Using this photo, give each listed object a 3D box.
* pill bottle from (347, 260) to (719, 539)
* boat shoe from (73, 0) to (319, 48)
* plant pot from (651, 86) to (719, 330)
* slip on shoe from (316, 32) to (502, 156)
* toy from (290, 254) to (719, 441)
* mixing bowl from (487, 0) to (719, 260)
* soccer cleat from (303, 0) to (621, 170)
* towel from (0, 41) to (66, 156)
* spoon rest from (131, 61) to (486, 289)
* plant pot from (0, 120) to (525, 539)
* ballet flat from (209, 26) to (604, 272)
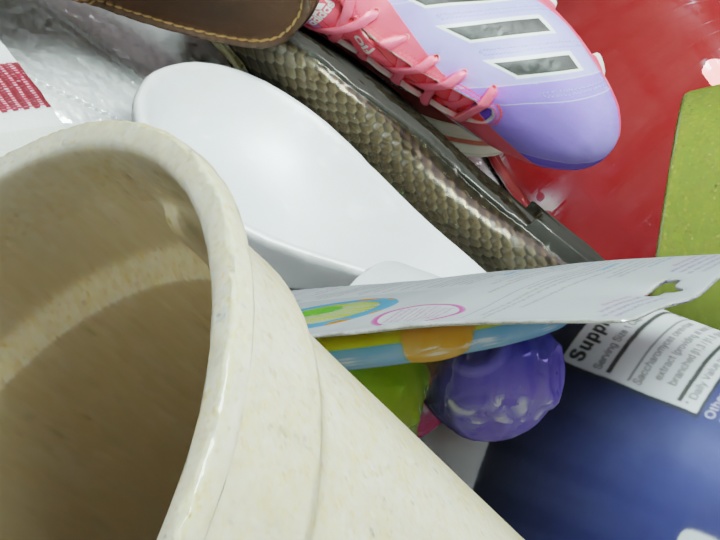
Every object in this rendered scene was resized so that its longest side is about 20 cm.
[{"bbox_3d":[0.081,0.068,0.667,0.200,0.111,0.111,21,24,22],"label":"pill bottle"},{"bbox_3d":[-0.103,-0.120,0.766,0.200,0.072,0.068,24,37,-22],"label":"boat shoe"},{"bbox_3d":[0.198,0.003,0.735,0.200,0.187,0.187,8,31,10],"label":"plant pot"},{"bbox_3d":[-0.009,-0.122,0.915,0.200,0.061,0.074,44,29,1],"label":"slip on shoe"},{"bbox_3d":[-0.003,0.027,0.609,0.115,0.200,0.047,-20,107,-63],"label":"toy"},{"bbox_3d":[0.155,-0.070,0.990,0.200,0.108,0.200,29,32,-21],"label":"mixing bowl"},{"bbox_3d":[0.010,-0.098,0.849,0.200,0.067,0.077,42,44,-6],"label":"soccer cleat"},{"bbox_3d":[-0.162,-0.054,0.698,0.144,0.023,0.200,-12,58,-51],"label":"towel"},{"bbox_3d":[0.000,0.000,0.775,0.200,0.061,0.099,48,31,8],"label":"spoon rest"},{"bbox_3d":[-0.034,0.099,0.516,0.183,0.200,0.201,36,29,-33],"label":"plant pot"},{"bbox_3d":[0.013,-0.037,0.855,0.200,0.046,0.067,38,11,-1],"label":"ballet flat"}]
